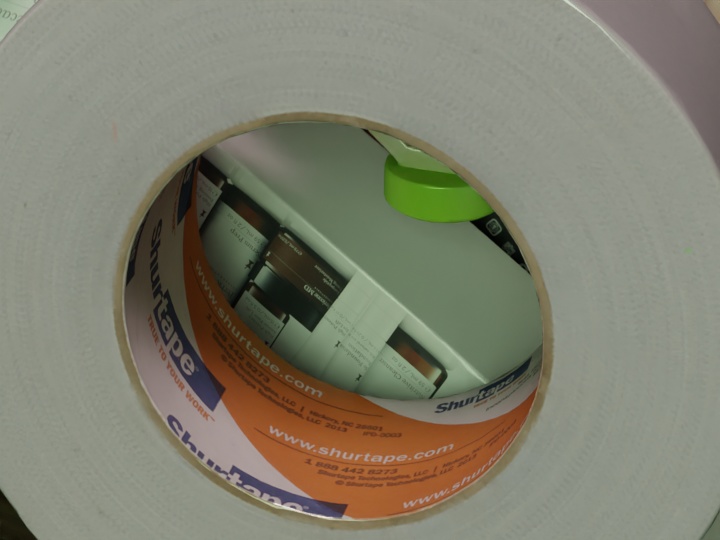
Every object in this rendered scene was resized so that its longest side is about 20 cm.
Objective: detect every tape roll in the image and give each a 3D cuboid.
[{"bbox_3d":[0.000,0.000,0.672,0.199,0.066,0.202,6,116,12],"label":"tape roll"}]

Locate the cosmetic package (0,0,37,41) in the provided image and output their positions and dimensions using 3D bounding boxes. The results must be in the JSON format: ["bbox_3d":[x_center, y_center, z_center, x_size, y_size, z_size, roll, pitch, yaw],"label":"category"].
[{"bbox_3d":[-0.099,-0.075,0.772,0.081,0.113,0.201,18,102,12],"label":"cosmetic package"}]

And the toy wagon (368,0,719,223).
[{"bbox_3d":[0.034,-0.088,0.688,0.199,0.040,0.156,9,116,17],"label":"toy wagon"}]

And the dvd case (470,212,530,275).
[{"bbox_3d":[0.112,-0.027,0.728,0.200,0.022,0.146,-39,85,41],"label":"dvd case"}]

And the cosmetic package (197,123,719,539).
[{"bbox_3d":[0.022,0.040,0.768,0.200,0.051,0.083,41,133,8],"label":"cosmetic package"}]
